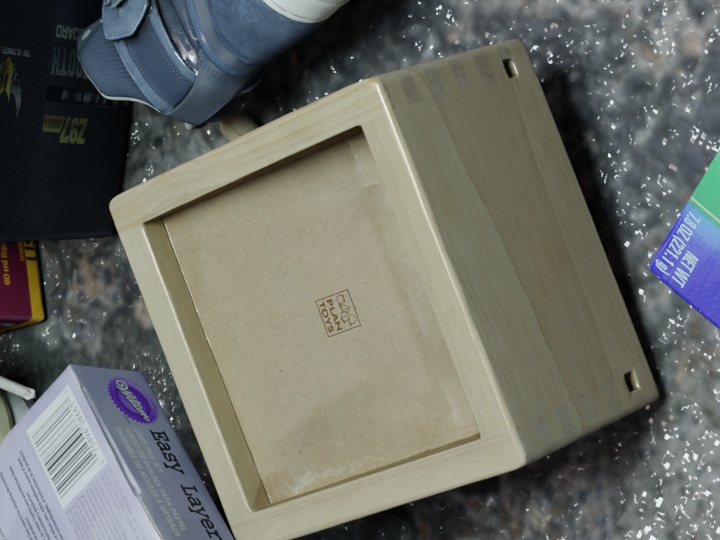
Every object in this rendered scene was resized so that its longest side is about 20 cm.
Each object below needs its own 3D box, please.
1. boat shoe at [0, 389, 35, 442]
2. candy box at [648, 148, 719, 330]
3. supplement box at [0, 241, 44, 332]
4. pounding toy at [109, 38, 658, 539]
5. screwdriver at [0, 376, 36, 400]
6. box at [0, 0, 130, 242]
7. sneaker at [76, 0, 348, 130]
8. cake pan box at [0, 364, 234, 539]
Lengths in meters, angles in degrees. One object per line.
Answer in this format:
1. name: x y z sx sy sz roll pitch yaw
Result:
1. boat shoe: -0.145 0.113 1.196 0.200 0.068 0.075 50 125 52
2. candy box: 0.224 -0.010 0.882 0.200 0.077 0.169 42 114 32
3. supplement box: -0.263 -0.007 1.214 0.110 0.200 0.086 -16 78 38
4. pounding toy: 0.000 0.000 1.053 0.200 0.142 0.184 -22 88 40
5. screwdriver: -0.173 0.045 1.144 0.028 0.029 0.200 -65 15 -6
6. box: -0.155 -0.093 1.129 0.051 0.200 0.158 10 93 15
7. sneaker: -0.070 -0.157 1.125 0.146 0.077 0.202 -44 39 41
8. cake pan box: -0.121 0.166 1.054 0.184 0.052 0.200 -47 58 24
